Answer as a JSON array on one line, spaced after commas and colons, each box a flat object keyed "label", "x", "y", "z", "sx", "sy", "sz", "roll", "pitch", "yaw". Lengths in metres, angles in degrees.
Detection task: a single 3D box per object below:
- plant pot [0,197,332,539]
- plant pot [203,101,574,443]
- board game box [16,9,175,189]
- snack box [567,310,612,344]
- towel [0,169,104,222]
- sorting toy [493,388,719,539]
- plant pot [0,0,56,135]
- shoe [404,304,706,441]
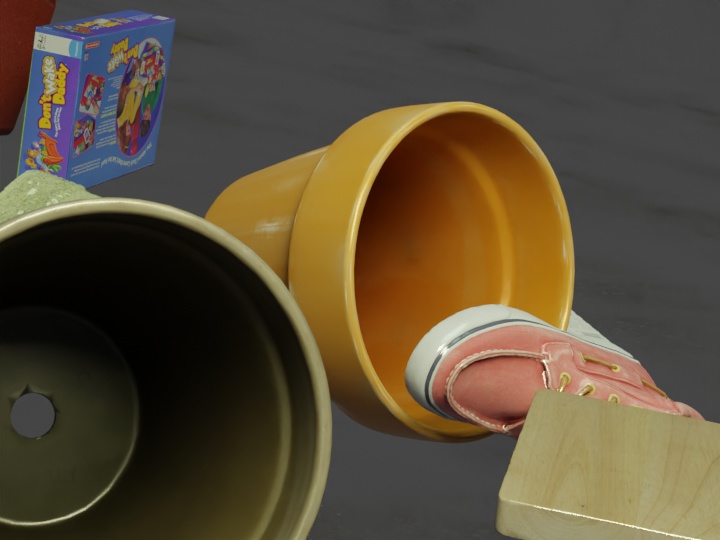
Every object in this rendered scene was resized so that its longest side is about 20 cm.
[{"label": "plant pot", "x": -0.133, "y": 0.071, "z": 0.970, "sx": 0.199, "sy": 0.201, "sz": 0.173, "roll": 4, "pitch": -3, "yaw": -20}, {"label": "plant pot", "x": 0.000, "y": 0.000, "z": 1.327, "sx": 0.200, "sy": 0.201, "sz": 0.183, "roll": -4, "pitch": 4, "yaw": -45}, {"label": "board game box", "x": -0.224, "y": -0.146, "z": 1.833, "sx": 0.045, "sy": 0.135, "sz": 0.200, "roll": 13, "pitch": 14, "yaw": 14}, {"label": "snack box", "x": 0.117, "y": 0.033, "z": 1.579, "sx": 0.071, "sy": 0.024, "sz": 0.200, "roll": 4, "pitch": 15, "yaw": -18}, {"label": "towel", "x": -0.209, "y": -0.001, "z": 1.366, "sx": 0.148, "sy": 0.037, "sz": 0.200, "roll": 17, "pitch": 33, "yaw": 24}, {"label": "sorting toy", "x": 0.172, "y": 0.137, "z": 1.100, "sx": 0.198, "sy": 0.070, "sz": 0.200, "roll": 11, "pitch": 14, "yaw": 8}, {"label": "plant pot", "x": -0.391, "y": -0.221, "z": 1.943, "sx": 0.176, "sy": 0.201, "sz": 0.200, "roll": 17, "pitch": 9, "yaw": -29}, {"label": "shoe", "x": 0.120, "y": 0.077, "z": 1.241, "sx": 0.199, "sy": 0.072, "sz": 0.091, "roll": 11, "pitch": 20, "yaw": -46}]
